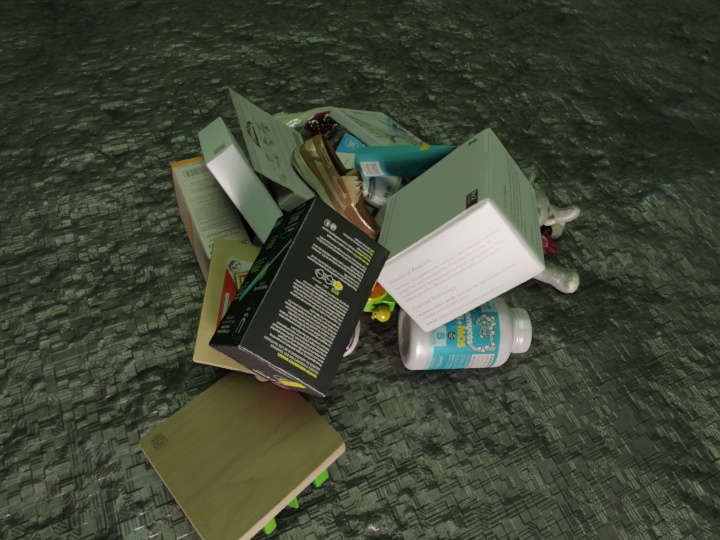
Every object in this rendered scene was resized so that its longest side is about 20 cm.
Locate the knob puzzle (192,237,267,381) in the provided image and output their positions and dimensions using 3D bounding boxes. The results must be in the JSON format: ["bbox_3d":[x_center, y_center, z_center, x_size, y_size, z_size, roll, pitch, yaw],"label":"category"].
[{"bbox_3d":[-0.131,0.061,0.823,0.215,0.030,0.225,10,66,-24],"label":"knob puzzle"}]

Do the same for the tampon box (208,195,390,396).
[{"bbox_3d":[-0.079,0.037,0.728,0.125,0.149,0.203,33,70,-21],"label":"tampon box"}]

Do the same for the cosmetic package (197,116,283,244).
[{"bbox_3d":[-0.179,-0.138,0.863,0.051,0.152,0.200,-35,30,-1],"label":"cosmetic package"}]

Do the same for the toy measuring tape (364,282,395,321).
[{"bbox_3d":[0.000,0.000,0.952,0.072,0.074,0.203,-12,57,-16],"label":"toy measuring tape"}]

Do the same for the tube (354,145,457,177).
[{"bbox_3d":[0.080,-0.176,0.917,0.196,0.077,0.052,8,80,37],"label":"tube"}]

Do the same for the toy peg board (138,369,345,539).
[{"bbox_3d":[-0.152,0.254,0.760,0.198,0.099,0.198,-35,52,-28],"label":"toy peg board"}]

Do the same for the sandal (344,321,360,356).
[{"bbox_3d":[-0.053,0.045,0.904,0.049,0.082,0.206,27,37,-42],"label":"sandal"}]

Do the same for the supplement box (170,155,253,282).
[{"bbox_3d":[-0.239,-0.069,0.923,0.072,0.127,0.202,-18,62,-21],"label":"supplement box"}]

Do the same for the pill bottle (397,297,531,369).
[{"bbox_3d":[0.162,0.095,0.888,0.195,0.112,0.113,-1,56,-10],"label":"pill bottle"}]

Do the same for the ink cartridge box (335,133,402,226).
[{"bbox_3d":[0.033,-0.149,1.030,0.197,0.067,0.117,27,51,-4],"label":"ink cartridge box"}]

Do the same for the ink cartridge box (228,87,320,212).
[{"bbox_3d":[-0.143,-0.185,0.936,0.172,0.043,0.203,22,37,-47],"label":"ink cartridge box"}]

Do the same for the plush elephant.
[{"bbox_3d":[0.308,-0.081,0.998,0.195,0.156,0.168,10,55,-2],"label":"plush elephant"}]

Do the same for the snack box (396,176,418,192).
[{"bbox_3d":[0.096,-0.074,0.965,0.037,0.116,0.204,-2,60,45],"label":"snack box"}]

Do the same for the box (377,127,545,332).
[{"bbox_3d":[0.136,-0.058,0.800,0.131,0.198,0.201,45,34,-21],"label":"box"}]

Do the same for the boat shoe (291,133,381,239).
[{"bbox_3d":[-0.027,-0.135,0.934,0.200,0.071,0.076,48,21,-15],"label":"boat shoe"}]

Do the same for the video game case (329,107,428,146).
[{"bbox_3d":[0.062,-0.252,1.094,0.199,0.022,0.181,41,30,21],"label":"video game case"}]

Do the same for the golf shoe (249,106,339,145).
[{"bbox_3d":[-0.128,-0.287,1.118,0.198,0.076,0.092,-29,62,-26],"label":"golf shoe"}]

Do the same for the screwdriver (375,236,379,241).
[{"bbox_3d":[0.104,-0.028,1.010,0.195,0.029,0.028,14,55,1],"label":"screwdriver"}]

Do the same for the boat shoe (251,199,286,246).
[{"bbox_3d":[-0.122,-0.084,0.986,0.067,0.074,0.200,28,41,3],"label":"boat shoe"}]
